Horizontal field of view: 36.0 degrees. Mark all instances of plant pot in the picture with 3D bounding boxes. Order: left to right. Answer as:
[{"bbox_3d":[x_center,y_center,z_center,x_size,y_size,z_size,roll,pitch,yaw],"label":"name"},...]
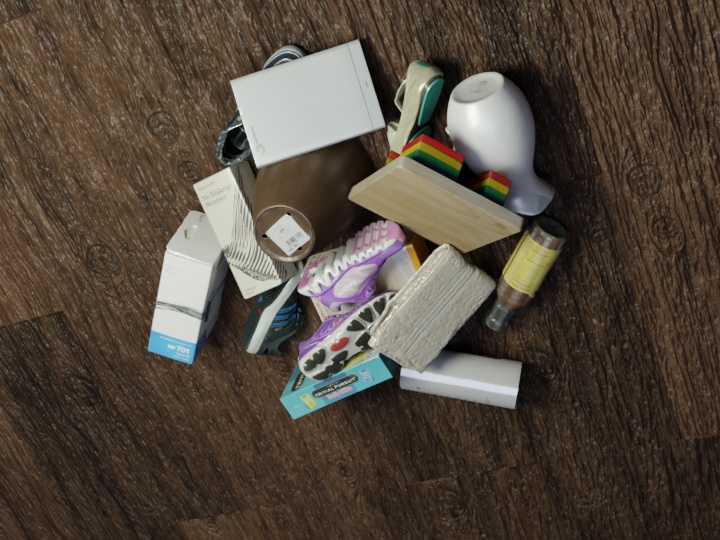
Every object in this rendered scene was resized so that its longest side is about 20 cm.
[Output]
[{"bbox_3d":[-0.087,-0.100,1.670,0.185,0.200,0.189,6,121,10],"label":"plant pot"}]

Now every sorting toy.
[{"bbox_3d":[0.112,-0.111,1.589,0.199,0.070,0.199,25,163,-16],"label":"sorting toy"}]

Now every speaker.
[{"bbox_3d":[0.167,0.174,1.833,0.198,0.081,0.082,10,121,9],"label":"speaker"}]

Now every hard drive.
[{"bbox_3d":[-0.077,-0.243,1.620,0.198,0.027,0.133,-18,91,0],"label":"hard drive"}]

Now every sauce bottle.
[{"bbox_3d":[0.252,0.009,1.726,0.064,0.065,0.201,26,124,-1],"label":"sauce bottle"}]

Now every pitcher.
[{"bbox_3d":[0.179,-0.180,1.615,0.170,0.122,0.201,-1,132,32],"label":"pitcher"}]

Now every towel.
[{"bbox_3d":[0.109,0.062,1.716,0.132,0.035,0.200,33,102,-39],"label":"towel"}]

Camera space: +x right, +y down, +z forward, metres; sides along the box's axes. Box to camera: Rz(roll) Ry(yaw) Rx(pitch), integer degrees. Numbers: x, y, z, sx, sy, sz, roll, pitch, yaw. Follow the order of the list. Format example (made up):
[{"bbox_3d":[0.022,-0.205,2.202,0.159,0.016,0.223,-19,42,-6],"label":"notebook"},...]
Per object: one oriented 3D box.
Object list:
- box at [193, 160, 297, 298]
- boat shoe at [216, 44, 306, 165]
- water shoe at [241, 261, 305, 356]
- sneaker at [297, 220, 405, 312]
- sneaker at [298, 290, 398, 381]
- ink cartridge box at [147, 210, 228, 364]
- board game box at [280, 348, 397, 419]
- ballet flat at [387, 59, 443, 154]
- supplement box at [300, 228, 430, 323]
[{"bbox_3d":[-0.182,-0.065,1.762,0.082,0.068,0.201,-23,95,26],"label":"box"},{"bbox_3d":[-0.146,-0.242,1.667,0.071,0.091,0.201,34,122,-6],"label":"boat shoe"},{"bbox_3d":[-0.130,0.060,1.865,0.078,0.072,0.201,15,125,-29],"label":"water shoe"},{"bbox_3d":[0.000,0.000,1.697,0.199,0.081,0.089,-32,112,31],"label":"sneaker"},{"bbox_3d":[-0.021,0.086,1.745,0.199,0.084,0.081,-33,129,10],"label":"sneaker"},{"bbox_3d":[-0.277,0.027,1.823,0.085,0.147,0.201,19,123,1],"label":"ink cartridge box"},{"bbox_3d":[-0.024,0.151,1.827,0.199,0.151,0.047,-26,110,26],"label":"board game box"},{"bbox_3d":[0.074,-0.223,1.640,0.069,0.070,0.201,19,130,3],"label":"ballet flat"},{"bbox_3d":[0.020,0.019,1.784,0.198,0.074,0.127,-15,114,20],"label":"supplement box"}]
